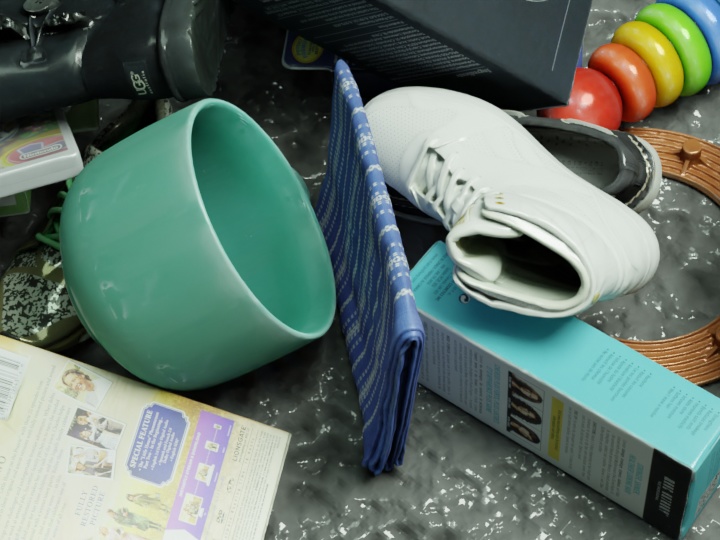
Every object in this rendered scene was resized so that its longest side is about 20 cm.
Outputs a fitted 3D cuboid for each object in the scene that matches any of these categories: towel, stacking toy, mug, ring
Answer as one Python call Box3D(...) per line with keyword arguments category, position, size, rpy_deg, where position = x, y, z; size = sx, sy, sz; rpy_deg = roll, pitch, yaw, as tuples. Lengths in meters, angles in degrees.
Box3D(category="towel", position=(0.000, 0.000, 1.019), size=(0.024, 0.145, 0.200), rpy_deg=(-6, 53, -11))
Box3D(category="stacking toy", position=(0.194, -0.139, 1.138), size=(0.200, 0.085, 0.085), rpy_deg=(-33, 59, -17))
Box3D(category="mug", position=(-0.094, -0.004, 1.035), size=(0.114, 0.185, 0.152), rpy_deg=(-25, 64, 20))
Box3D(category="ring", position=(0.172, -0.014, 1.092), size=(0.200, 0.019, 0.201), rpy_deg=(-2, 55, 2))

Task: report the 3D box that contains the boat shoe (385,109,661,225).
Box3D(category="boat shoe", position=(0.080, -0.062, 1.078), size=(0.199, 0.060, 0.074), rpy_deg=(7, 89, 26))

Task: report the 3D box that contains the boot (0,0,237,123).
Box3D(category="boot", position=(-0.162, -0.166, 1.062), size=(0.167, 0.077, 0.201), rpy_deg=(-4, 45, 12))

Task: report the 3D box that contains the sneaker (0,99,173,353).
Box3D(category="sneaker", position=(-0.170, -0.039, 1.092), size=(0.077, 0.089, 0.200), rpy_deg=(20, 59, 17))

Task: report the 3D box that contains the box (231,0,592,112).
Box3D(category="box", position=(0.040, -0.199, 1.065), size=(0.107, 0.200, 0.149), rpy_deg=(-2, 68, 54))

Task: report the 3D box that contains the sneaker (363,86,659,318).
Box3D(category="sneaker", position=(0.063, -0.042, 0.992), size=(0.200, 0.074, 0.115), rpy_deg=(30, 22, 20))

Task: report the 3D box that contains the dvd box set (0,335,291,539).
Box3D(category="dvd box set", position=(-0.150, 0.125, 0.972), size=(0.199, 0.029, 0.147), rpy_deg=(19, 55, -8))

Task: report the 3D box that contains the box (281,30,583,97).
Box3D(category="box", position=(0.052, -0.170, 1.201), size=(0.199, 0.032, 0.121), rpy_deg=(3, 55, 7))

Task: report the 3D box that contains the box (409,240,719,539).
Box3D(category="box", position=(0.111, 0.066, 1.002), size=(0.200, 0.082, 0.049), rpy_deg=(30, 62, 22))

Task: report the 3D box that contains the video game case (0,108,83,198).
Box3D(category="video game case", position=(-0.259, -0.097, 1.086), size=(0.143, 0.018, 0.200), rpy_deg=(-17, 39, -11))

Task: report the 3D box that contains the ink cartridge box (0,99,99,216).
Box3D(category="ink cartridge box", position=(-0.260, -0.082, 1.130), size=(0.199, 0.059, 0.104), rpy_deg=(-9, 38, -1))
